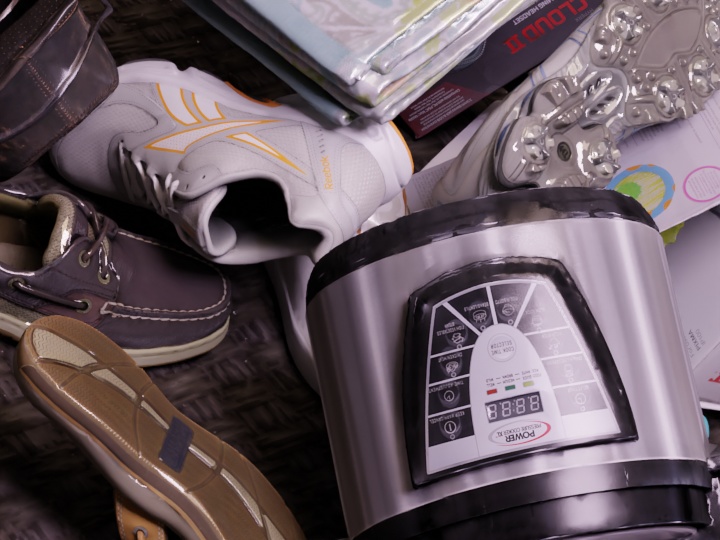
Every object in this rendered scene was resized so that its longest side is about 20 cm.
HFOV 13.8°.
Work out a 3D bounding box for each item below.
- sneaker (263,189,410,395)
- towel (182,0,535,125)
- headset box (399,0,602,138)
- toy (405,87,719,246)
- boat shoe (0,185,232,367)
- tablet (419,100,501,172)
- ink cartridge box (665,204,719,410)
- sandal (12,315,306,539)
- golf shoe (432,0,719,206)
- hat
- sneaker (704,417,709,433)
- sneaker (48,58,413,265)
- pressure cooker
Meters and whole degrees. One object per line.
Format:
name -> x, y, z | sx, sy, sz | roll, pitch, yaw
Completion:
sneaker -> 0.000, 0.000, 1.495 | 0.073, 0.085, 0.200 | -5, 51, -37
towel -> -0.006, -0.173, 1.470 | 0.171, 0.048, 0.200 | -39, 63, -22
headset box -> 0.044, -0.180, 1.623 | 0.200, 0.148, 0.077 | 50, 33, -17
toy -> 0.128, -0.039, 1.512 | 0.199, 0.047, 0.115 | -23, 44, 0
boat shoe -> -0.149, -0.004, 1.425 | 0.199, 0.065, 0.073 | 8, 43, -24
tablet -> 0.131, -0.014, 1.643 | 0.200, 0.014, 0.130 | 36, 39, 9
ink cartridge box -> 0.253, -0.016, 1.546 | 0.146, 0.200, 0.083 | 10, 44, -38
sandal -> -0.088, 0.105, 1.343 | 0.200, 0.054, 0.080 | 44, 24, -9
golf shoe -> 0.107, -0.088, 1.482 | 0.200, 0.097, 0.079 | -40, 106, -37
hat -> -0.170, -0.097, 1.461 | 0.081, 0.200, 0.201 | 48, 32, -25
sneaker -> 0.116, 0.037, 1.524 | 0.077, 0.080, 0.200 | -10, 51, -36
sneaker -> -0.080, -0.047, 1.459 | 0.199, 0.076, 0.092 | 5, 40, 31
pressure cooker -> 0.075, 0.078, 1.358 | 0.178, 0.176, 0.201 | 1, 71, -39
